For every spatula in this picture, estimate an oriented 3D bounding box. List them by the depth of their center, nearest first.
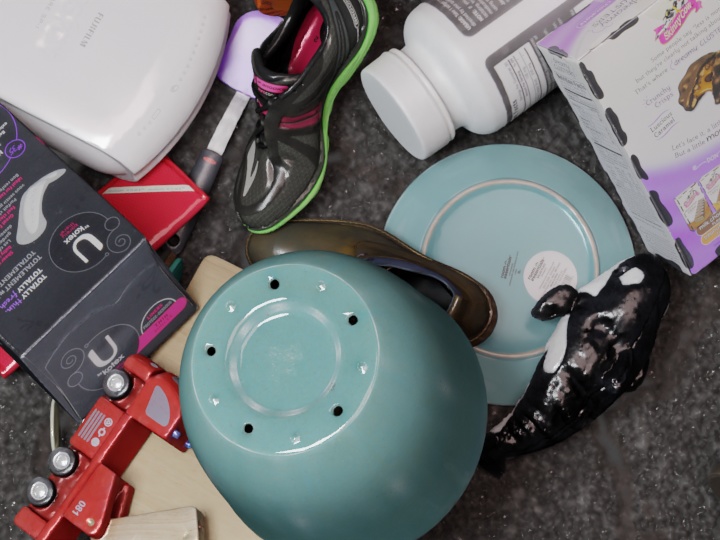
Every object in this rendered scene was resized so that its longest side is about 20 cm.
[{"bbox_3d":[-0.105,-0.102,1.730,0.056,0.021,0.201,25,79,0],"label":"spatula"}]

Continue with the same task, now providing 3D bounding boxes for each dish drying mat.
[{"bbox_3d":[-0.207,-0.010,1.694,0.200,0.018,0.077,-40,59,-9],"label":"dish drying mat"}]

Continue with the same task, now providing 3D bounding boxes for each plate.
[{"bbox_3d":[0.111,0.000,1.721,0.198,0.026,0.202,1,78,-3],"label":"plate"}]

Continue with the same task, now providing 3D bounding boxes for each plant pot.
[{"bbox_3d":[-0.029,0.079,1.499,0.199,0.161,0.202,-4,73,14],"label":"plant pot"}]

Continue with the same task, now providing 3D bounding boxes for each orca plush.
[{"bbox_3d":[0.161,0.071,1.669,0.199,0.071,0.106,-35,109,-10],"label":"orca plush"}]

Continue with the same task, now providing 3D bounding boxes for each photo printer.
[{"bbox_3d":[-0.206,-0.170,1.707,0.199,0.069,0.167,27,76,6],"label":"photo printer"}]

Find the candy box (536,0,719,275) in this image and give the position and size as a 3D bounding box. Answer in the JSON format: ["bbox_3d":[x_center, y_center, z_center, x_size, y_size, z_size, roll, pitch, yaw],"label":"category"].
[{"bbox_3d":[0.249,-0.130,1.683,0.167,0.071,0.201,-36,116,-9],"label":"candy box"}]

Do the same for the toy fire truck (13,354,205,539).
[{"bbox_3d":[-0.156,0.173,1.562,0.141,0.049,0.201,33,83,21],"label":"toy fire truck"}]

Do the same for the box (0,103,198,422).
[{"bbox_3d":[-0.231,-0.010,1.623,0.122,0.106,0.200,-44,55,-9],"label":"box"}]

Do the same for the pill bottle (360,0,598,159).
[{"bbox_3d":[0.102,-0.172,1.710,0.199,0.111,0.111,-36,83,-9],"label":"pill bottle"}]

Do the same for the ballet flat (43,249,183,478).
[{"bbox_3d":[-0.187,0.075,1.670,0.068,0.068,0.202,14,78,7],"label":"ballet flat"}]

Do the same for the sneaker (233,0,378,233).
[{"bbox_3d":[-0.057,-0.126,1.684,0.077,0.083,0.201,26,101,40],"label":"sneaker"}]

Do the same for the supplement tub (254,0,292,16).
[{"bbox_3d":[-0.064,-0.302,1.720,0.122,0.123,0.201,-18,80,-7],"label":"supplement tub"}]

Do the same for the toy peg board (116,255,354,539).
[{"bbox_3d":[-0.061,0.128,1.630,0.199,0.098,0.200,25,81,21],"label":"toy peg board"}]

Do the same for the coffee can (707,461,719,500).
[{"bbox_3d":[0.364,0.108,1.652,0.146,0.146,0.201,34,79,4],"label":"coffee can"}]

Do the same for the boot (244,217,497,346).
[{"bbox_3d":[0.000,0.000,1.665,0.199,0.097,0.075,16,87,14],"label":"boot"}]
